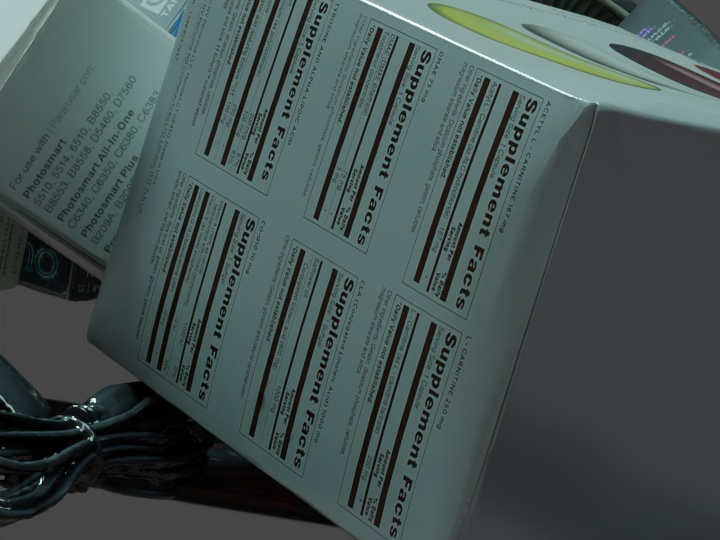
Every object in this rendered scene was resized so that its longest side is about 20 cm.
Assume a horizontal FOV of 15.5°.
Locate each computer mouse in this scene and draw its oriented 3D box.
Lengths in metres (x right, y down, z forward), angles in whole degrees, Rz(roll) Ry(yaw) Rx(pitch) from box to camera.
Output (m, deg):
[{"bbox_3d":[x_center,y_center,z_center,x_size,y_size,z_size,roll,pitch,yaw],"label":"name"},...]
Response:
[{"bbox_3d":[-0.154,0.027,0.842,0.199,0.053,0.138,14,11,26],"label":"computer mouse"}]

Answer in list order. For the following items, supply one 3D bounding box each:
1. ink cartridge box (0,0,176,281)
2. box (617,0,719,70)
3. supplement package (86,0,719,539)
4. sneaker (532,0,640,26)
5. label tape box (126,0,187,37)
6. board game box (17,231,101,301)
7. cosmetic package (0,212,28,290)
[{"bbox_3d":[-0.076,-0.034,0.966,0.200,0.084,0.146,37,-5,-30],"label":"ink cartridge box"},{"bbox_3d":[0.132,-0.020,1.065,0.106,0.122,0.200,43,9,-16],"label":"box"},{"bbox_3d":[0.058,0.001,0.828,0.191,0.148,0.200,9,14,-39],"label":"supplement package"},{"bbox_3d":[0.133,-0.091,1.274,0.199,0.075,0.106,24,13,3],"label":"sneaker"},{"bbox_3d":[-0.074,-0.110,1.096,0.200,0.066,0.143,32,-5,47],"label":"label tape box"},{"bbox_3d":[-0.162,-0.024,1.232,0.199,0.028,0.135,17,12,35],"label":"board game box"},{"bbox_3d":[-0.220,-0.036,1.051,0.103,0.088,0.200,14,10,19],"label":"cosmetic package"}]
